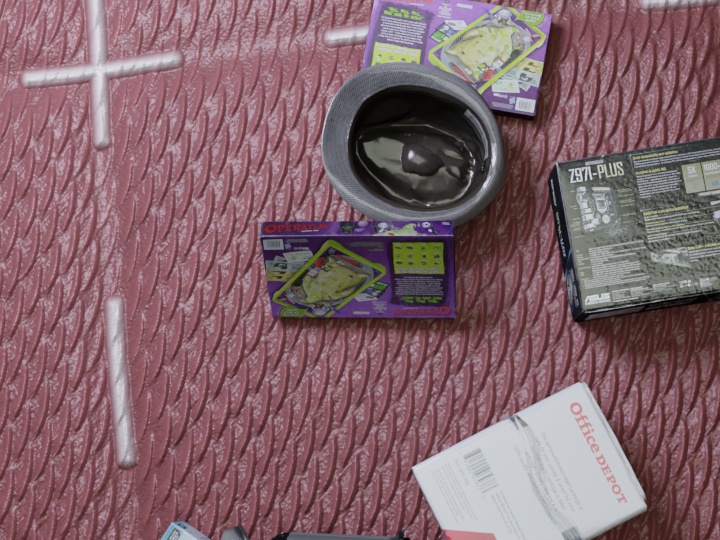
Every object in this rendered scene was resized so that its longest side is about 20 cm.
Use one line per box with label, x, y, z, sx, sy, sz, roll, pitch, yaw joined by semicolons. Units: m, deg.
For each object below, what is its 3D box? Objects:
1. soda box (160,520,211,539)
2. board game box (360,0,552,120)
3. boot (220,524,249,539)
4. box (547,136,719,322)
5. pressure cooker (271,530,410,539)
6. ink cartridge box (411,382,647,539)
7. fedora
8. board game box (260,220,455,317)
soda box;-0.219;0.362;1.392;0.068;0.064;0.200;33;83;7
board game box;0.105;-0.242;1.489;0.199;0.032;0.121;11;86;3
boot;-0.166;0.358;1.333;0.131;0.070;0.201;-1;90;-13
box;0.312;-0.043;1.419;0.199;0.086;0.164;-9;81;1
pressure cooker;0.003;0.347;1.328;0.199;0.176;0.179;2;79;2
ink cartridge box;0.172;0.224;1.385;0.199;0.083;0.146;-26;81;-2
fedora;0.054;-0.127;1.441;0.199;0.090;0.178;9;84;-5
board game box;0.000;0.000;1.410;0.199;0.120;0.032;0;39;5
